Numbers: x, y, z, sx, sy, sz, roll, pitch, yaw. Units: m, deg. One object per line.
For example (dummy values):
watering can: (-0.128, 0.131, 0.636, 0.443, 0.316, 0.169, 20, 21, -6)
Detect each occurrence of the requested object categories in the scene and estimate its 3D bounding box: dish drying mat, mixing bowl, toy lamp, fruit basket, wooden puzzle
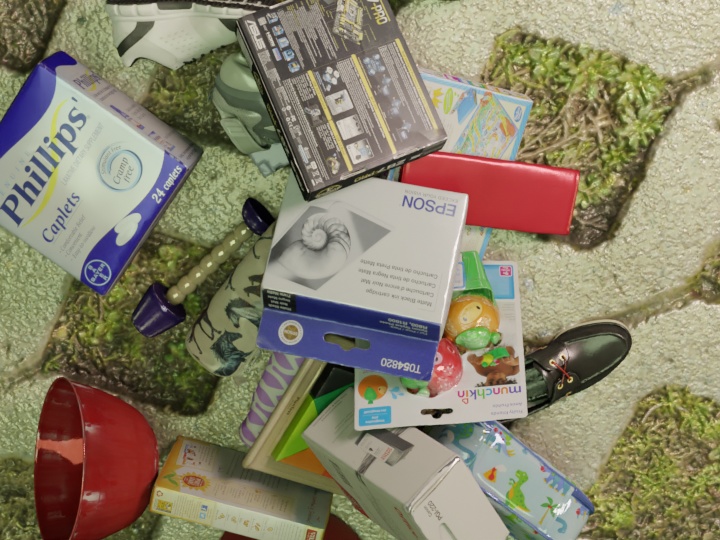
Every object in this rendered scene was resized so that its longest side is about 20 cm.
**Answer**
dish drying mat: (0.138, -0.085, 1.674, 0.199, 0.018, 0.077, 7, 108, -11)
mixing bowl: (-0.298, 0.225, 1.769, 0.108, 0.200, 0.201, 5, 109, -27)
toy lamp: (-0.180, 0.001, 1.747, 0.200, 0.058, 0.058, -40, 99, 13)
fruit basket: (0.082, 0.073, 1.646, 0.184, 0.201, 0.094, -5, 139, 8)
wooden puzzle: (-0.013, 0.173, 1.738, 0.199, 0.037, 0.186, 20, 109, -37)

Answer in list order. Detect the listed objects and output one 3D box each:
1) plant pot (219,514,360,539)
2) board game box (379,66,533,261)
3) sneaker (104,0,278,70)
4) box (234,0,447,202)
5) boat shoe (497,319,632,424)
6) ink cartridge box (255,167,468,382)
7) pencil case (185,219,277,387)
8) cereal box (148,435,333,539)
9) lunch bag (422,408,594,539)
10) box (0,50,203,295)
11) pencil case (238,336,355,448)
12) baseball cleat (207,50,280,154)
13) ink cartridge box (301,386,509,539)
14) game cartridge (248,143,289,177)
plant pot: (-0.089, 0.395, 1.790, 0.199, 0.177, 0.202, 1, 106, 4)
board game box: (0.095, -0.110, 1.686, 0.134, 0.034, 0.201, 13, 107, -14)
sneaker: (-0.176, -0.261, 1.668, 0.199, 0.074, 0.081, 2, 113, 12)
box: (-0.021, -0.193, 1.596, 0.160, 0.049, 0.201, -23, 82, -10)
boat shoe: (0.217, 0.119, 1.745, 0.200, 0.063, 0.074, -24, 101, 10)
ink cartridge box: (0.000, 0.000, 1.613, 0.198, 0.041, 0.201, 10, 77, 8)
pencil case: (-0.112, 0.033, 1.719, 0.089, 0.078, 0.200, 41, 118, 4)
cereal box: (-0.132, 0.257, 1.771, 0.199, 0.144, 0.040, 15, 107, 1)
lunch bag: (0.155, 0.236, 1.736, 0.200, 0.161, 0.083, 37, 75, -4)
box: (-0.308, -0.108, 1.700, 0.199, 0.105, 0.184, 35, 105, -5)
pencil case: (-0.069, 0.119, 1.756, 0.084, 0.086, 0.201, 25, 106, -10)
baseball cleat: (-0.070, -0.156, 1.659, 0.199, 0.070, 0.107, 32, 120, 0)
ink cartridge box: (0.047, 0.229, 1.650, 0.085, 0.200, 0.146, -43, 128, -13)
game cartridge: (-0.057, -0.207, 1.686, 0.199, 0.041, 0.134, -29, 105, 12)
